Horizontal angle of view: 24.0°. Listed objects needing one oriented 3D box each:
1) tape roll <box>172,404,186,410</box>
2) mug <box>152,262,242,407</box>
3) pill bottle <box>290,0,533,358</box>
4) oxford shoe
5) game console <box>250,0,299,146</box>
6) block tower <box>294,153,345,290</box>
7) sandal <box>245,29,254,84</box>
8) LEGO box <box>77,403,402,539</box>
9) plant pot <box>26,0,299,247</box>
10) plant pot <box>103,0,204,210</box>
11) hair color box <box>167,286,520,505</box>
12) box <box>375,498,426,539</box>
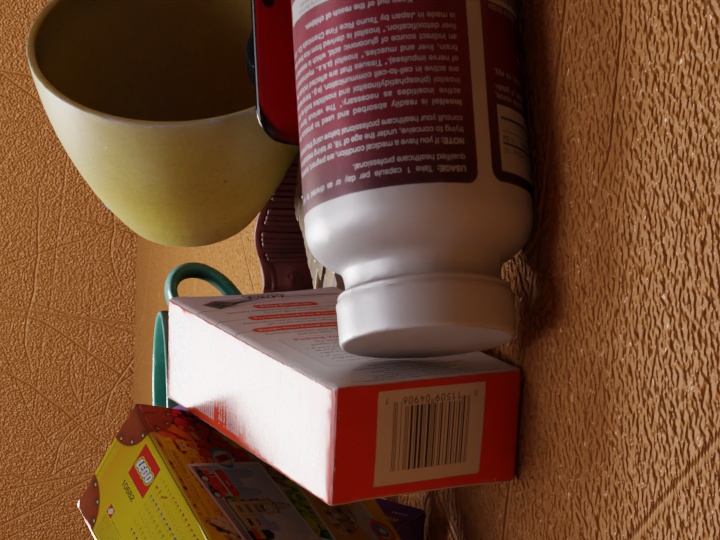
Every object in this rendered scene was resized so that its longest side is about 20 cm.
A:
[{"bbox_3d":[-0.084,0.186,1.247,0.200,0.084,0.202,155,90,-84],"label":"tape roll"},{"bbox_3d":[-0.128,0.098,1.549,0.152,0.113,0.187,-126,37,-70],"label":"mug"},{"bbox_3d":[0.025,-0.064,0.820,0.113,0.112,0.203,132,136,-73],"label":"pill bottle"},{"bbox_3d":[-0.048,-0.032,1.277,0.075,0.070,0.201,-95,13,-49],"label":"oxford shoe"},{"bbox_3d":[-0.022,-0.156,1.022,0.172,0.117,0.203,140,128,-74],"label":"game console"},{"bbox_3d":[0.000,0.000,1.085,0.201,0.057,0.054,-107,20,-46],"label":"block tower"},{"bbox_3d":[-0.033,-0.192,1.119,0.202,0.074,0.048,-86,-4,-48],"label":"sandal"},{"bbox_3d":[-0.044,0.173,0.921,0.078,0.148,0.200,-57,46,21],"label":"LEGO box"},{"bbox_3d":[-0.120,-0.102,1.161,0.201,0.198,0.143,-105,11,-48],"label":"plant pot"},{"bbox_3d":[-0.119,-0.175,1.334,0.200,0.178,0.202,-115,27,-60],"label":"plant pot"},{"bbox_3d":[-0.015,0.061,0.902,0.200,0.110,0.065,25,114,58],"label":"hair color box"},{"bbox_3d":[-0.053,0.201,1.083,0.039,0.198,0.139,-19,-65,-55],"label":"box"}]
